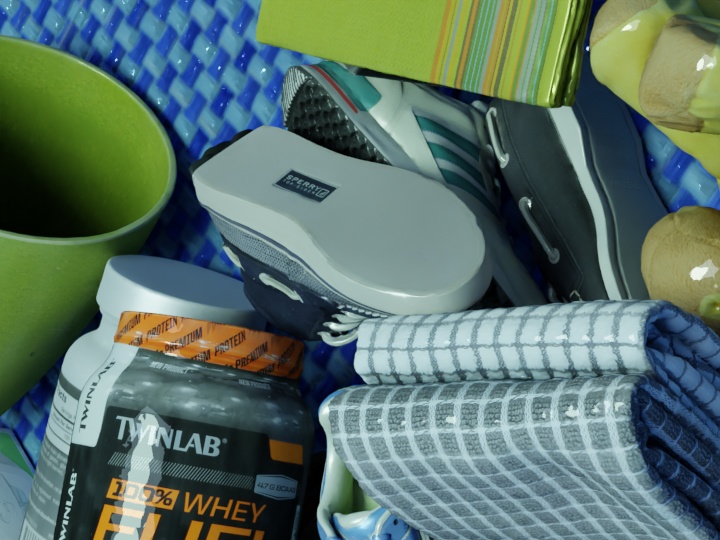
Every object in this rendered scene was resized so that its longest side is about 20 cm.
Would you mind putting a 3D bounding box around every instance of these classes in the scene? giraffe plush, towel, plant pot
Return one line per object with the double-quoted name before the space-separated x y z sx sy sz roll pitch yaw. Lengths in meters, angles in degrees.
"giraffe plush" 0.186 -0.030 0.955 0.200 0.173 0.162 15 112 7
"towel" 0.028 -0.131 1.000 0.200 0.018 0.086 18 96 44
"plant pot" -0.226 -0.006 1.300 0.187 0.187 0.200 51 134 31
"towel" 0.105 0.093 0.964 0.165 0.200 0.086 -8 53 40

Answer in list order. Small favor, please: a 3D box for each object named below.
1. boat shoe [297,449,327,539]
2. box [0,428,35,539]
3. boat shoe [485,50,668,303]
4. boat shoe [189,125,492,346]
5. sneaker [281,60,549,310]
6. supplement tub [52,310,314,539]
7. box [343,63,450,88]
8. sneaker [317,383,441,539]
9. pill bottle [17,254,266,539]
"boat shoe" -0.042 0.171 1.175 0.075 0.075 0.203 41 114 35
"box" -0.250 0.227 1.344 0.177 0.097 0.200 -53 56 26
"boat shoe" 0.112 -0.014 1.049 0.060 0.074 0.200 -37 62 34
"boat shoe" 0.000 0.000 1.056 0.200 0.075 0.093 32 150 47
"sneaker" 0.050 -0.043 1.095 0.200 0.093 0.070 50 149 19
"supplement tub" -0.092 0.126 1.097 0.122 0.122 0.200 4 83 42
"box" 0.026 -0.211 1.100 0.149 0.124 0.200 -51 57 28
"sneaker" 0.012 0.147 1.024 0.076 0.077 0.200 -20 65 28
"pill bottle" -0.120 0.101 1.222 0.116 0.116 0.200 25 104 40
